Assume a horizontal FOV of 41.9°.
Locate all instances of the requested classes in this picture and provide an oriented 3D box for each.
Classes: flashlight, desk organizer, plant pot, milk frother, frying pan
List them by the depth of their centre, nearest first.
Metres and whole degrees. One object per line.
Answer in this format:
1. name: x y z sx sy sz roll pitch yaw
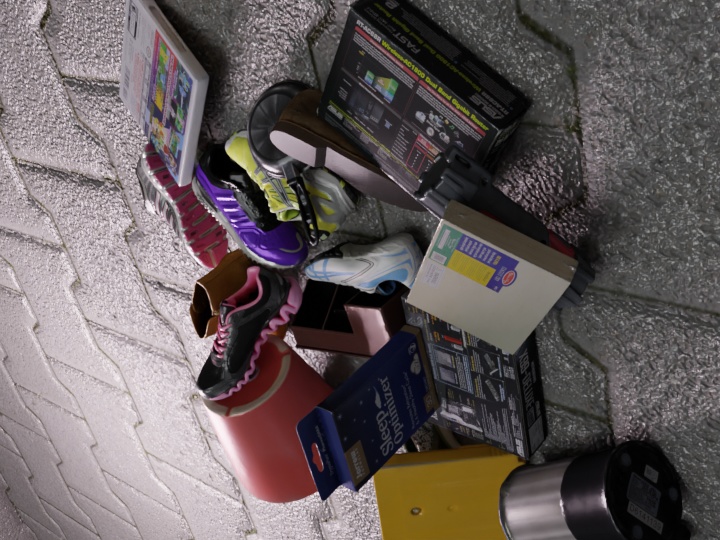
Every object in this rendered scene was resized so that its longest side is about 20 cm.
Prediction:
1. flashlight: 0.140 -0.036 0.922 0.199 0.068 0.068 32 153 -21
2. milk frother: 0.256 0.317 1.060 0.181 0.200 0.188 49 145 -6
3. frying pan: -0.094 -0.129 1.105 0.114 0.031 0.193 6 91 31
4. desk organizer: -0.011 0.059 1.227 0.198 0.072 0.078 3 121 45
5. plant pot: -0.126 0.199 1.339 0.199 0.201 0.178 14 145 39

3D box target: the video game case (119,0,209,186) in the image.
1. video game case: -0.263 -0.242 1.237 0.183 0.023 0.201 54 147 21

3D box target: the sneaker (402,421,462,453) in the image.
1. sneaker: 0.099 0.266 1.274 0.201 0.088 0.077 56 144 -7

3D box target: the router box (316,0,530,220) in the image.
1. router box: 0.058 -0.166 0.960 0.200 0.062 0.150 42 144 12

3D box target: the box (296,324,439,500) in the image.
1. box: 0.014 0.170 1.103 0.032 0.199 0.122 14 131 42

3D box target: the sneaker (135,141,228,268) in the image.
1. sneaker: -0.263 -0.093 1.366 0.087 0.074 0.201 -10 115 57

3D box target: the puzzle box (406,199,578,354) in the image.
1. puzzle box: 0.124 0.013 0.933 0.132 0.026 0.200 27 155 4

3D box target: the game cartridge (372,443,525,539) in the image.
1. game cartridge: 0.120 0.302 1.240 0.197 0.033 0.178 -7 126 2

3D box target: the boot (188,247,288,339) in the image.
1. boot: -0.178 0.060 1.343 0.070 0.144 0.203 24 137 31

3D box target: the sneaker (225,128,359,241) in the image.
1. sneaker: -0.098 -0.108 1.150 0.199 0.077 0.075 31 174 28

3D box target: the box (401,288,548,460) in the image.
1. box: 0.138 0.118 1.135 0.156 0.050 0.202 15 131 39

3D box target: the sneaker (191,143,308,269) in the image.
1. sneaker: -0.144 -0.090 1.238 0.200 0.069 0.100 42 141 11

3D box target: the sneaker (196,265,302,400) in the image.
1. sneaker: -0.167 0.078 1.257 0.079 0.201 0.095 32 177 44

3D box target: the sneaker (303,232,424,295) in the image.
1. sneaker: 0.000 0.000 1.160 0.199 0.071 0.073 -6 107 50

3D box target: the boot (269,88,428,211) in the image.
1. boot: 0.003 -0.135 1.047 0.198 0.076 0.074 29 160 -4
